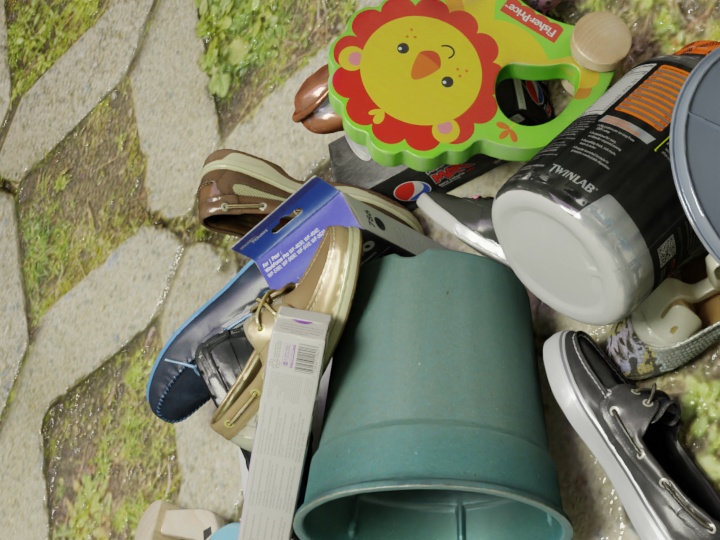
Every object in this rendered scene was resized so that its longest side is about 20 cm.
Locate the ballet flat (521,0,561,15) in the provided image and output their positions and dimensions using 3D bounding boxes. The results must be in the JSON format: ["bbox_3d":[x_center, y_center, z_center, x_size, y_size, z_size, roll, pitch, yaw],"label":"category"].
[{"bbox_3d":[0.100,-0.237,1.082,0.200,0.069,0.071,30,112,47],"label":"ballet flat"}]

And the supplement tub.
[{"bbox_3d":[0.196,-0.066,0.841,0.200,0.123,0.122,-40,42,-22],"label":"supplement tub"}]

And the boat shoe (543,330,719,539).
[{"bbox_3d":[0.199,0.115,0.848,0.066,0.070,0.200,-44,52,29],"label":"boat shoe"}]

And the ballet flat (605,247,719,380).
[{"bbox_3d":[0.244,0.009,0.853,0.200,0.072,0.072,-36,54,26],"label":"ballet flat"}]

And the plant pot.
[{"bbox_3d":[0.055,0.103,0.910,0.200,0.200,0.197,-20,54,35],"label":"plant pot"}]

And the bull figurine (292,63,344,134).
[{"bbox_3d":[0.018,-0.177,1.066,0.121,0.065,0.200,-16,23,38],"label":"bull figurine"}]

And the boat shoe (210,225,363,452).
[{"bbox_3d":[-0.057,0.052,0.910,0.074,0.066,0.200,-101,32,-71],"label":"boat shoe"}]

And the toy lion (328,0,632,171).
[{"bbox_3d":[0.082,-0.153,0.949,0.200,0.069,0.192,33,74,11],"label":"toy lion"}]

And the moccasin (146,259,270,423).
[{"bbox_3d":[-0.116,0.066,1.072,0.200,0.080,0.068,-51,52,16],"label":"moccasin"}]

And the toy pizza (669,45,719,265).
[{"bbox_3d":[0.285,-0.059,0.783,0.032,0.200,0.201,132,142,-65],"label":"toy pizza"}]

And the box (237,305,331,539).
[{"bbox_3d":[-0.057,0.121,0.887,0.039,0.041,0.201,-76,-3,-62],"label":"box"}]

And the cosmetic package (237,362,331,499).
[{"bbox_3d":[-0.044,0.110,1.079,0.151,0.052,0.201,-29,57,33],"label":"cosmetic package"}]

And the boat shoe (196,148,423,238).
[{"bbox_3d":[-0.045,-0.035,1.043,0.075,0.202,0.075,121,162,-56],"label":"boat shoe"}]

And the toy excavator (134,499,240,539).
[{"bbox_3d":[-0.117,0.264,1.069,0.194,0.100,0.200,-35,41,24],"label":"toy excavator"}]

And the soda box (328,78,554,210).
[{"bbox_3d":[0.068,-0.114,1.058,0.200,0.063,0.071,-26,59,31],"label":"soda box"}]

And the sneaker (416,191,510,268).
[{"bbox_3d":[0.139,-0.046,0.970,0.200,0.071,0.099,29,92,38],"label":"sneaker"}]

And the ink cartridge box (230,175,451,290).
[{"bbox_3d":[0.000,0.000,0.979,0.099,0.200,0.039,-39,49,25],"label":"ink cartridge box"}]

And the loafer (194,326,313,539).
[{"bbox_3d":[-0.067,0.136,0.999,0.070,0.068,0.201,-26,78,-10],"label":"loafer"}]
